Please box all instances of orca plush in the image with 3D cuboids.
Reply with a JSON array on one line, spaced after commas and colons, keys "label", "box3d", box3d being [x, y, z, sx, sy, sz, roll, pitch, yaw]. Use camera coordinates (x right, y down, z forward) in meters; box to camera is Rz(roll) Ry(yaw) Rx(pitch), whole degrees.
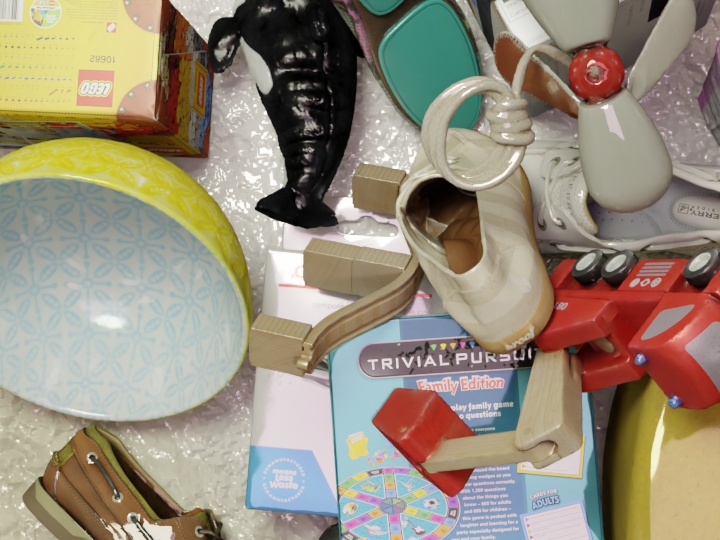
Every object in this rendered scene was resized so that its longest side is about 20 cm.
[{"label": "orca plush", "box3d": [-0.043, -0.131, 0.951, 0.105, 0.071, 0.200, 11, 69, -6]}]

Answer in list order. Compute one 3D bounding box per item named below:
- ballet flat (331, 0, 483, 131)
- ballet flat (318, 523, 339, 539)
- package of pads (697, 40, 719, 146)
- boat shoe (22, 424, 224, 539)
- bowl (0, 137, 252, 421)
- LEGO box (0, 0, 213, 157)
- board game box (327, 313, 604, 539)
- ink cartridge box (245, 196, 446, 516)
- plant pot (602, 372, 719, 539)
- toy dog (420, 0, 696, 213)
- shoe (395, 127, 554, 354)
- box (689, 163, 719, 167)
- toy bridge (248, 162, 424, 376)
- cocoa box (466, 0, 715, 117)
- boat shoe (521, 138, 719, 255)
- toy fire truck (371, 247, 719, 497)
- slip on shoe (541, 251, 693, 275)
[{"label": "ballet flat", "box3d": [0.014, -0.166, 0.947, 0.069, 0.200, 0.071, -39, 40, 0]}, {"label": "ballet flat", "box3d": [-0.011, 0.250, 0.937, 0.066, 0.057, 0.200, 7, 88, -35]}, {"label": "package of pads", "box3d": [0.305, -0.130, 0.916, 0.200, 0.121, 0.076, -22, 84, 4]}, {"label": "boat shoe", "box3d": [-0.116, 0.176, 0.955, 0.200, 0.072, 0.068, 38, 90, 6]}, {"label": "bowl", "box3d": [-0.155, -0.013, 0.944, 0.200, 0.200, 0.108, 5, 43, 6]}, {"label": "LEGO box", "box3d": [-0.203, -0.120, 0.948, 0.200, 0.149, 0.077, 3, 86, 6]}, {"label": "board game box", "box3d": [0.061, 0.123, 0.890, 0.151, 0.047, 0.200, -4, 85, 1]}, {"label": "ink cartridge box", "box3d": [-0.004, 0.050, 0.956, 0.116, 0.068, 0.200, 4, 85, 4]}, {"label": "plant pot", "box3d": [0.228, 0.120, 0.853, 0.194, 0.196, 0.200, -6, 92, 5]}, {"label": "toy dog", "box3d": [0.102, -0.135, 0.765, 0.132, 0.096, 0.200, 5, 105, 5]}, {"label": "shoe", "box3d": [0.058, -0.032, 0.853, 0.070, 0.200, 0.053, -42, 120, 15]}, {"label": "box", "box3d": [0.198, -0.045, 0.959, 0.200, 0.041, 0.039, 4, 86, 7]}, {"label": "toy bridge", "box3d": [0.000, 0.000, 0.889, 0.067, 0.200, 0.027, 11, 124, 14]}, {"label": "cocoa box", "box3d": [0.123, -0.190, 0.897, 0.133, 0.200, 0.131, -28, 83, 5]}, {"label": "boat shoe", "box3d": [0.134, -0.045, 0.899, 0.200, 0.069, 0.071, 3, 89, 23]}, {"label": "toy fire truck", "box3d": [0.105, 0.055, 0.785, 0.049, 0.200, 0.141, 48, 69, -21]}, {"label": "slip on shoe", "box3d": [0.159, 0.013, 0.948, 0.200, 0.061, 0.074, -12, 64, 16]}]
